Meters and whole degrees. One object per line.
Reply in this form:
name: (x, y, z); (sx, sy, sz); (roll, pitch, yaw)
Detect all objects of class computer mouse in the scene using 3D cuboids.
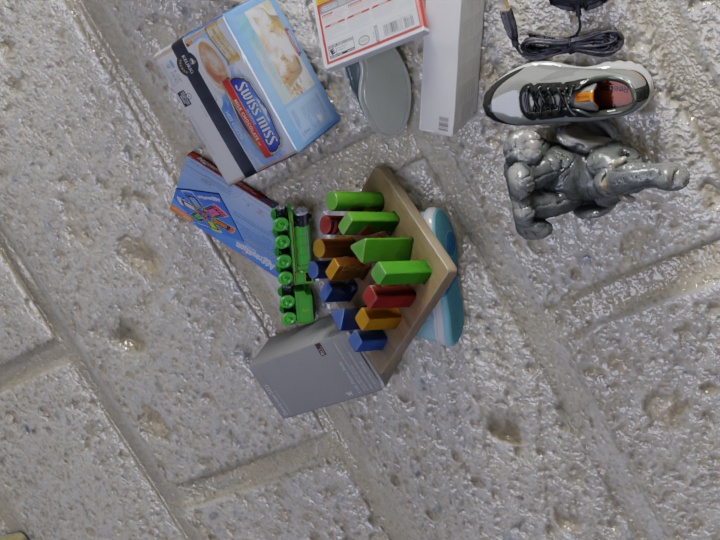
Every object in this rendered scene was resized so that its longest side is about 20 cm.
computer mouse: (0.223, -0.338, 1.437); (0.140, 0.046, 0.201); (-4, 125, 26)

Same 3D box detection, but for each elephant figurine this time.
elephant figurine: (0.275, -0.113, 1.481); (0.199, 0.156, 0.142); (-11, 149, 6)

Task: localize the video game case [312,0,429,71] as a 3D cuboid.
video game case: (0.002, -0.357, 1.499); (0.142, 0.017, 0.201); (-16, 79, 30)

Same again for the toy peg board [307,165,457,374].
toy peg board: (0.000, 0.000, 1.639); (0.200, 0.097, 0.200); (58, 132, 33)

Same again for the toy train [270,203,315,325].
toy train: (-0.093, -0.007, 1.768); (0.056, 0.042, 0.201); (-7, 124, -7)

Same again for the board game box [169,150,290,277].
board game box: (-0.180, -0.080, 1.805); (0.199, 0.019, 0.103); (32, 124, 10)

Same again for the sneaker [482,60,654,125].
sneaker: (0.239, -0.207, 1.455); (0.199, 0.079, 0.074); (-4, 106, 18)

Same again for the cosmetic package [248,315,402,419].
cosmetic package: (-0.052, 0.133, 1.804); (0.199, 0.090, 0.107); (-24, 109, 33)

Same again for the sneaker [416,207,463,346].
sneaker: (0.064, 0.008, 1.683); (0.130, 0.080, 0.201); (4, 116, 25)

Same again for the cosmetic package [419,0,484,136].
cosmetic package: (0.111, -0.272, 1.508); (0.050, 0.083, 0.201); (15, 121, 24)

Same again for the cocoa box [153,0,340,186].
cocoa box: (-0.145, -0.239, 1.630); (0.131, 0.133, 0.201); (-21, 104, 34)

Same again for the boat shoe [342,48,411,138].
boat shoe: (0.010, -0.267, 1.591); (0.062, 0.073, 0.201); (36, 149, 61)

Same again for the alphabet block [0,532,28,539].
alphabet block: (-0.716, 0.643, 2.365); (0.195, 0.200, 0.197); (-19, 106, 35)
